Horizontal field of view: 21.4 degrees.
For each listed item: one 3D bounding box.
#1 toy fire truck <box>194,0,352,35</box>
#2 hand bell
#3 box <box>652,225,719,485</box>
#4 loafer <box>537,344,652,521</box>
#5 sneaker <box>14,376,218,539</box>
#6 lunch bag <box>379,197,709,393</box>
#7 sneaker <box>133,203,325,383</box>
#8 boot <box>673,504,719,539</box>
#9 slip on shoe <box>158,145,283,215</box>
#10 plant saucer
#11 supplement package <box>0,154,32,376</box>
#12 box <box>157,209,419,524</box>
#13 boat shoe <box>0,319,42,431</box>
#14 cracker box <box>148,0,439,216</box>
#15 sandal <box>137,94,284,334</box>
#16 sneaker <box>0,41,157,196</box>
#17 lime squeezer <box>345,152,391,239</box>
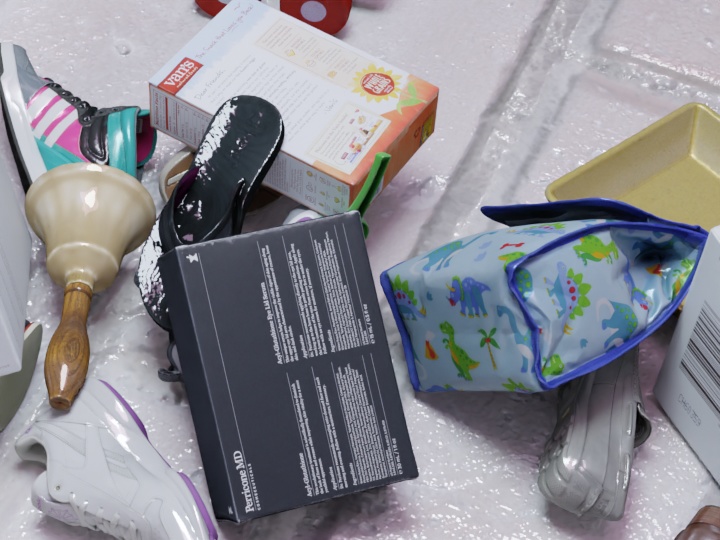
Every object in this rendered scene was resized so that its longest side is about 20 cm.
[{"bbox_3d":[-0.067,-0.317,1.731,0.200,0.168,0.112,11,48,2],"label":"toy fire truck"},{"bbox_3d":[-0.214,0.023,1.433,0.104,0.104,0.200,5,45,-4],"label":"hand bell"},{"bbox_3d":[0.340,0.082,1.408,0.131,0.199,0.200,-18,54,-22],"label":"box"},{"bbox_3d":[0.188,0.111,1.457,0.070,0.070,0.200,30,46,-7],"label":"loafer"},{"bbox_3d":[-0.173,0.168,1.360,0.100,0.075,0.200,-33,53,-18],"label":"sneaker"},{"bbox_3d":[0.146,0.010,1.457,0.200,0.128,0.170,-21,10,-33],"label":"lunch bag"},{"bbox_3d":[-0.107,0.012,1.492,0.140,0.078,0.200,13,47,3],"label":"sneaker"},{"bbox_3d":[0.266,0.269,1.321,0.186,0.064,0.200,21,44,28],"label":"boot"},{"bbox_3d":[-0.081,-0.099,1.611,0.200,0.076,0.061,-28,15,-17],"label":"slip on shoe"},{"bbox_3d":[0.286,-0.035,1.608,0.200,0.048,0.200,-30,59,-30],"label":"plant saucer"},{"bbox_3d":[-0.318,-0.010,1.405,0.117,0.117,0.200,-15,30,2],"label":"supplement package"},{"bbox_3d":[-0.055,0.070,1.382,0.141,0.079,0.200,-12,87,-20],"label":"box"},{"bbox_3d":[-0.300,0.105,1.392,0.063,0.071,0.200,20,52,14],"label":"boat shoe"},{"bbox_3d":[-0.055,-0.133,1.551,0.200,0.058,0.134,28,54,18],"label":"cracker box"},{"bbox_3d":[-0.120,-0.049,1.449,0.075,0.048,0.201,14,72,14],"label":"sandal"},{"bbox_3d":[-0.232,-0.122,1.589,0.121,0.084,0.200,-15,60,-14],"label":"sneaker"},{"bbox_3d":[0.000,0.000,1.475,0.071,0.200,0.038,18,21,41],"label":"lime squeezer"}]
